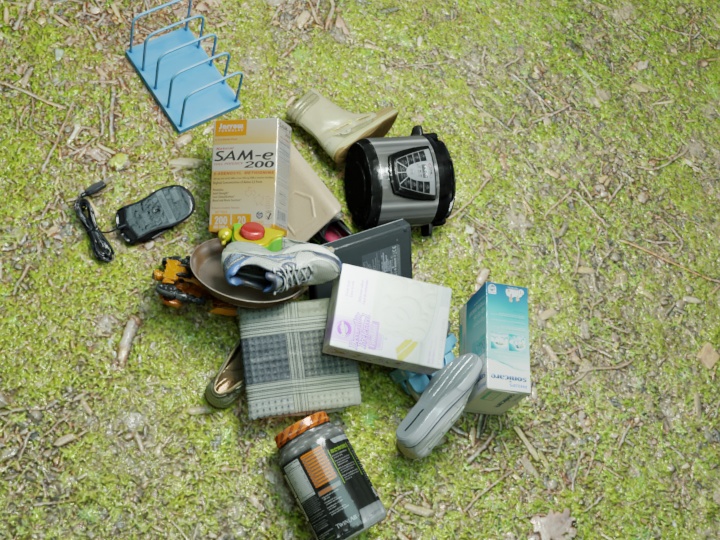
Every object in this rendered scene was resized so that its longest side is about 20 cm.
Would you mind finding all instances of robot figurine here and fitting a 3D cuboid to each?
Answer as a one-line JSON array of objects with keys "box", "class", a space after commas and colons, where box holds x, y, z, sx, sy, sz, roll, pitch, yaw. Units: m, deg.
[{"box": [-0.259, 0.030, 1.665, 0.199, 0.058, 0.145, 9, 28, -9], "class": "robot figurine"}]

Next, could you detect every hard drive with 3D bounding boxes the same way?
[{"box": [0.000, 0.000, 1.736, 0.199, 0.140, 0.033, -19, 34, -23], "class": "hard drive"}]

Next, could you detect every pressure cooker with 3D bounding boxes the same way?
[{"box": [0.084, -0.168, 1.810, 0.199, 0.176, 0.179, -5, 42, -19], "class": "pressure cooker"}]

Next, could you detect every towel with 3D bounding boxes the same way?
[{"box": [-0.101, 0.148, 1.632, 0.199, 0.035, 0.193, -5, 81, -14], "class": "towel"}]

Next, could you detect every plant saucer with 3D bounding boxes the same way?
[{"box": [-0.191, 0.007, 1.641, 0.199, 0.032, 0.200, 11, 30, -6], "class": "plant saucer"}]

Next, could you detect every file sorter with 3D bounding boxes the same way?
[{"box": [-0.328, -0.391, 1.820, 0.139, 0.123, 0.200, -29, 77, -26], "class": "file sorter"}]

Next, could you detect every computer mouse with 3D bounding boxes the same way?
[{"box": [-0.403, -0.110, 1.717, 0.200, 0.046, 0.141, -31, 82, -14], "class": "computer mouse"}]

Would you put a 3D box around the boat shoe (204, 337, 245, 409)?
[{"box": [-0.186, 0.150, 1.650, 0.073, 0.063, 0.200, 35, 61, 2], "class": "boat shoe"}]

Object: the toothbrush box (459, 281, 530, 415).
[{"box": [0.237, 0.142, 1.730, 0.085, 0.146, 0.201, 7, 66, -12], "class": "toothbrush box"}]

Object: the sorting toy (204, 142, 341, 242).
[{"box": [-0.158, -0.113, 1.748, 0.200, 0.036, 0.185, -40, 76, 8], "class": "sorting toy"}]

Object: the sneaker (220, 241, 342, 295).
[{"box": [-0.129, 0.007, 1.574, 0.199, 0.077, 0.085, 1, 32, -4], "class": "sneaker"}]

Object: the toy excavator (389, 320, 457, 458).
[{"box": [0.113, 0.202, 1.704, 0.194, 0.100, 0.200, -32, 87, -25], "class": "toy excavator"}]

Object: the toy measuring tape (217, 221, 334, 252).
[{"box": [-0.147, -0.035, 1.627, 0.199, 0.074, 0.074, 14, 63, 6], "class": "toy measuring tape"}]

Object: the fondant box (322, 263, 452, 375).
[{"box": [0.046, 0.084, 1.631, 0.199, 0.058, 0.145, 12, 72, -12], "class": "fondant box"}]

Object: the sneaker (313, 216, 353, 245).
[{"box": [-0.076, -0.088, 1.777, 0.200, 0.084, 0.077, 34, 61, 0], "class": "sneaker"}]

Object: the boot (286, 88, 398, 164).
[{"box": [-0.033, -0.302, 1.894, 0.155, 0.073, 0.200, 41, 52, 15], "class": "boot"}]

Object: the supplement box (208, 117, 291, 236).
[{"box": [-0.194, -0.162, 1.705, 0.125, 0.074, 0.201, -1, 84, 15], "class": "supplement box"}]

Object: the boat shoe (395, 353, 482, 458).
[{"box": [0.141, 0.230, 1.646, 0.200, 0.073, 0.067, -44, 121, -12], "class": "boat shoe"}]

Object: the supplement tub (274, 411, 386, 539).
[{"box": [-0.053, 0.339, 1.570, 0.122, 0.123, 0.200, -22, 74, -24], "class": "supplement tub"}]
